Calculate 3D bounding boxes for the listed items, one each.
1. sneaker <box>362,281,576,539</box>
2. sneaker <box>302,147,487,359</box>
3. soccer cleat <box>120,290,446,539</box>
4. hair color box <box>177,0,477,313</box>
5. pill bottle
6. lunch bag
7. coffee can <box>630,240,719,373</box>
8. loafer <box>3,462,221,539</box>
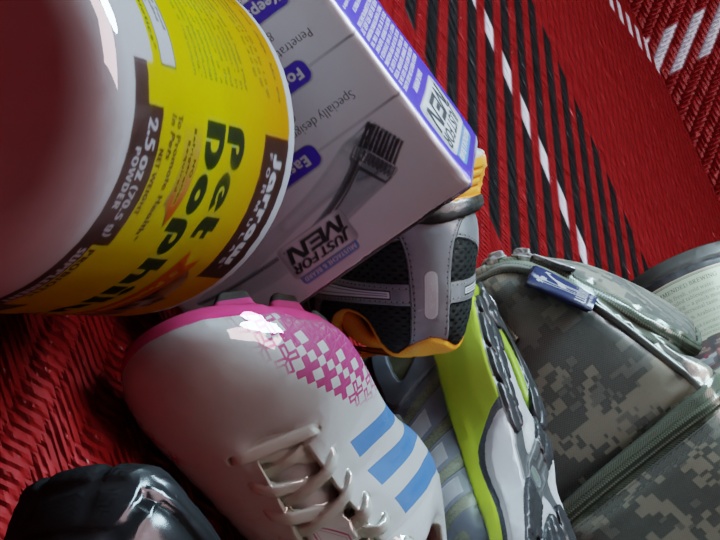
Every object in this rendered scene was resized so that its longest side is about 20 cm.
[{"bbox_3d":[0.038,0.104,0.965,0.074,0.081,0.201,49,24,-45],"label":"sneaker"},{"bbox_3d":[0.000,0.000,0.973,0.200,0.078,0.078,151,-64,-79],"label":"sneaker"},{"bbox_3d":[-0.013,0.072,0.845,0.200,0.070,0.087,40,25,-60],"label":"soccer cleat"},{"bbox_3d":[-0.061,-0.084,0.833,0.200,0.109,0.065,53,15,-11],"label":"hair color box"},{"bbox_3d":[-0.085,-0.042,0.703,0.110,0.109,0.200,65,13,8],"label":"pill bottle"},{"bbox_3d":[0.098,0.069,1.122,0.168,0.139,0.200,50,5,3],"label":"lunch bag"},{"bbox_3d":[0.266,0.100,1.712,0.146,0.146,0.201,38,28,-61],"label":"coffee can"},{"bbox_3d":[-0.036,0.134,0.663,0.201,0.068,0.071,55,33,-37],"label":"loafer"}]
